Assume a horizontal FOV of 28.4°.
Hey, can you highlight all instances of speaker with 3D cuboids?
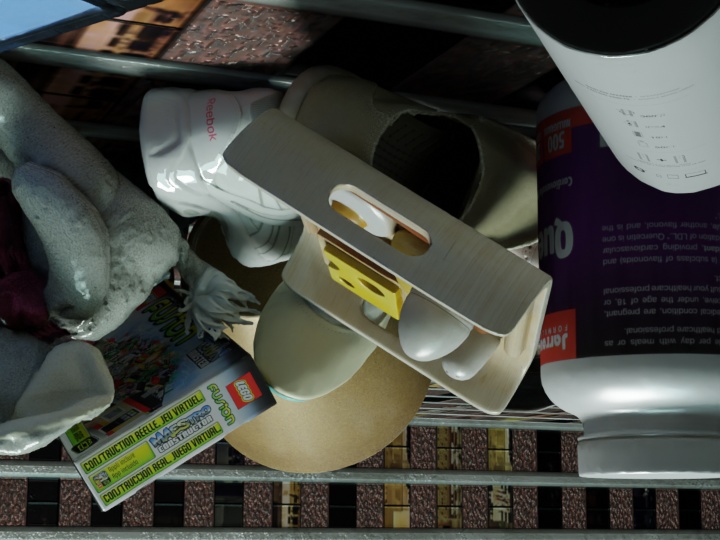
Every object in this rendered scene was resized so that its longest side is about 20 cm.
[{"bbox_3d":[0.115,-0.089,0.545,0.081,0.081,0.200,-3,169,19],"label":"speaker"}]

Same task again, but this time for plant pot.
[{"bbox_3d":[-0.051,0.027,0.995,0.186,0.187,0.200,-1,158,9],"label":"plant pot"}]

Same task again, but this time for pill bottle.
[{"bbox_3d":[0.146,0.003,0.721,0.112,0.200,0.112,0,170,0],"label":"pill bottle"}]

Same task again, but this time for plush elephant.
[{"bbox_3d":[-0.175,0.017,0.748,0.200,0.155,0.165,40,165,-8],"label":"plush elephant"}]

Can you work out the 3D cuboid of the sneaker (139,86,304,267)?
[{"bbox_3d":[-0.038,-0.051,0.791,0.099,0.078,0.200,-7,169,19],"label":"sneaker"}]

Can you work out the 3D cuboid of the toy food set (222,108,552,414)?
[{"bbox_3d":[0.011,0.009,0.677,0.143,0.060,0.200,32,168,12],"label":"toy food set"}]

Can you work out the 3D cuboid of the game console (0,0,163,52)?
[{"bbox_3d":[-0.191,-0.072,0.547,0.200,0.119,0.172,-7,167,37],"label":"game console"}]

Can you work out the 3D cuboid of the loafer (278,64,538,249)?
[{"bbox_3d":[0.044,-0.047,0.740,0.200,0.076,0.068,13,-164,-41],"label":"loafer"}]

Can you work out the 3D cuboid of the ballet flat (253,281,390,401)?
[{"bbox_3d":[0.000,0.000,0.833,0.069,0.070,0.200,-5,-154,28],"label":"ballet flat"}]

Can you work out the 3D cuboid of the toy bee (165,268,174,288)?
[{"bbox_3d":[-0.253,0.034,1.179,0.200,0.109,0.131,3,171,-15],"label":"toy bee"}]

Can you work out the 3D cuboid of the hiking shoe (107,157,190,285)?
[{"bbox_3d":[-0.163,-0.032,0.944,0.087,0.075,0.200,10,158,-12],"label":"hiking shoe"}]

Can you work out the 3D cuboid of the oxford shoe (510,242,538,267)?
[{"bbox_3d":[0.126,-0.021,0.852,0.200,0.071,0.073,21,-173,-23],"label":"oxford shoe"}]

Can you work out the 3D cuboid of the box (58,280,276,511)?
[{"bbox_3d":[-0.131,0.066,0.836,0.110,0.035,0.200,-32,-160,-13],"label":"box"}]

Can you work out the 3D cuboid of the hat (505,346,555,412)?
[{"bbox_3d":[0.139,0.024,1.130,0.200,0.201,0.081,-11,125,49],"label":"hat"}]
